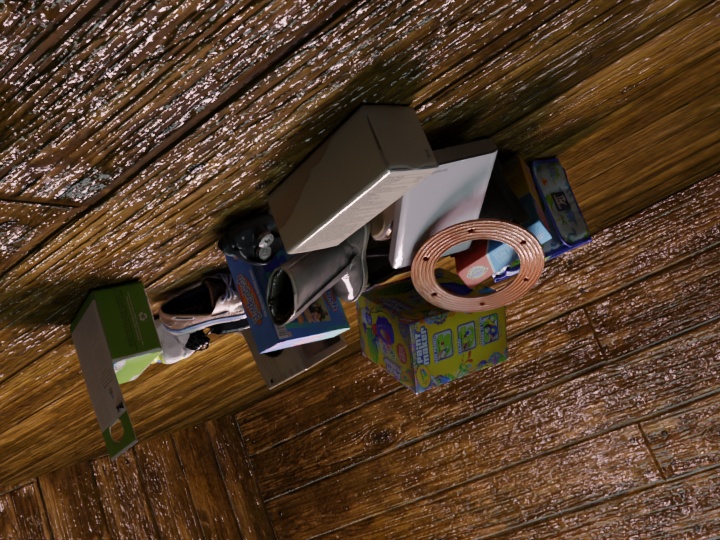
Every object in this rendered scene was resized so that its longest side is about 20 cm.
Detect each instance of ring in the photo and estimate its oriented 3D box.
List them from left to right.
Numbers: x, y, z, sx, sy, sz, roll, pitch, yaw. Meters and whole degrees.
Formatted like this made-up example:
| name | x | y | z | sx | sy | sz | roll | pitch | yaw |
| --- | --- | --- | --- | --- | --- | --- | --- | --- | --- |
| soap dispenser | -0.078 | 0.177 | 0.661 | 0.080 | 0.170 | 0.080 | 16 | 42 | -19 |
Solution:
| name | x | y | z | sx | sy | sz | roll | pitch | yaw |
| --- | --- | --- | --- | --- | --- | --- | --- | --- | --- |
| ring | 0.170 | -0.007 | 0.983 | 0.194 | 0.020 | 0.203 | 0 | 139 | 0 |

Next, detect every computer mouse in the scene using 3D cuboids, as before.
| name | x | y | z | sx | sy | sz | roll | pitch | yaw |
| --- | --- | --- | --- | --- | --- | --- | --- | --- | --- |
| computer mouse | -0.202 | 0.069 | 1.126 | 0.197 | 0.054 | 0.139 | -30 | -153 | -6 |

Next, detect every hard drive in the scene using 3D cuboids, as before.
| name | x | y | z | sx | sy | sz | roll | pitch | yaw |
| --- | --- | --- | --- | --- | --- | --- | --- | --- | --- |
| hard drive | 0.109 | -0.086 | 0.927 | 0.128 | 0.027 | 0.202 | -15 | 145 | -13 |

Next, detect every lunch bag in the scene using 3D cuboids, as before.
| name | x | y | z | sx | sy | sz | roll | pitch | yaw |
| --- | --- | --- | --- | --- | --- | --- | --- | --- | --- |
| lunch bag | 0.312 | -0.098 | 1.231 | 0.195 | 0.174 | 0.128 | -20 | 172 | -13 |

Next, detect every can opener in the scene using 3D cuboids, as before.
| name | x | y | z | sx | sy | sz | roll | pitch | yaw |
| --- | --- | --- | --- | --- | --- | --- | --- | --- | --- |
| can opener | -0.092 | -0.062 | 0.889 | 0.196 | 0.078 | 0.065 | -22 | 131 | -28 |

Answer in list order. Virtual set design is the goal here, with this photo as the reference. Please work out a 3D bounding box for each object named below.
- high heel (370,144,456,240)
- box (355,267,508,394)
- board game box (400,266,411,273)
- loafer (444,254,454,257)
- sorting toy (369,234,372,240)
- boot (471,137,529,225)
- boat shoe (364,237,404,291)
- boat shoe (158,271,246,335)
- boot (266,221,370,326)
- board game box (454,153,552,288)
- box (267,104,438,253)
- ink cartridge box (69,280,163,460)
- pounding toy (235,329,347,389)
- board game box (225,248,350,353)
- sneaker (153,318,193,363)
| name | x | y | z | sx | sy | sz | roll | pitch | yaw |
| --- | --- | --- | --- | --- | --- | --- | --- | --- | --- |
| high heel | 0.090 | -0.105 | 0.981 | 0.139 | 0.073 | 0.201 | -13 | 157 | -19 |
| box | 0.119 | 0.096 | 1.161 | 0.188 | 0.126 | 0.199 | -15 | -161 | -24 |
| board game box | 0.028 | -0.001 | 1.259 | 0.149 | 0.042 | 0.200 | -16 | 179 | 9 |
| loafer | 0.134 | -0.063 | 1.214 | 0.061 | 0.074 | 0.200 | -16 | -168 | 5 |
| sorting toy | 0.057 | -0.074 | 1.160 | 0.182 | 0.037 | 0.199 | -16 | 166 | -38 |
| boot | 0.174 | -0.085 | 1.024 | 0.076 | 0.141 | 0.201 | -21 | 161 | -17 |
| boat shoe | 0.000 | 0.000 | 1.104 | 0.196 | 0.073 | 0.065 | -25 | -156 | 20 |
| boat shoe | -0.217 | 0.042 | 1.040 | 0.196 | 0.074 | 0.073 | -26 | 162 | -9 |
| boot | -0.059 | 0.020 | 0.976 | 0.201 | 0.071 | 0.186 | -53 | 153 | -45 |
| board game box | 0.217 | -0.084 | 1.079 | 0.151 | 0.040 | 0.203 | -34 | -150 | 24 |
| box | -0.014 | -0.101 | 0.777 | 0.094 | 0.080 | 0.199 | -12 | 164 | -46 |
| ink cartridge box | -0.326 | 0.141 | 0.926 | 0.074 | 0.205 | 0.147 | -13 | 166 | -39 |
| pounding toy | -0.160 | 0.109 | 1.246 | 0.140 | 0.188 | 0.199 | -29 | 176 | 30 |
| board game box | -0.106 | 0.035 | 1.025 | 0.044 | 0.156 | 0.198 | -27 | 168 | 28 |
| sneaker | -0.378 | 0.127 | 1.133 | 0.103 | 0.078 | 0.198 | -16 | 168 | 35 |
